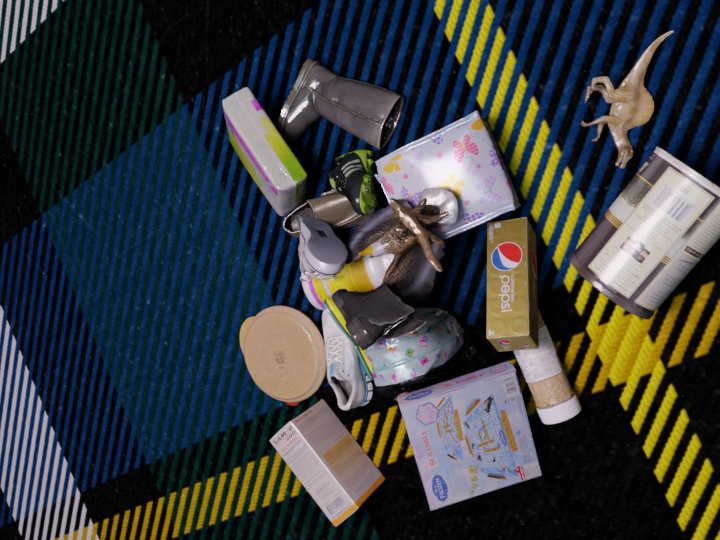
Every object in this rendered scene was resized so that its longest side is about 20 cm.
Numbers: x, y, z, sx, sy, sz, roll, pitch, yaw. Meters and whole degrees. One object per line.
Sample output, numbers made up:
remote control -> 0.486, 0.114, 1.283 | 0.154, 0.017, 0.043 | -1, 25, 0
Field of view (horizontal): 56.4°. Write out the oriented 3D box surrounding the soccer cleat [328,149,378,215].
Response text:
soccer cleat -> -0.014, -0.147, 1.140 | 0.080, 0.201, 0.068 | -11, 121, 8

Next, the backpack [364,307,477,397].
backpack -> 0.083, 0.130, 1.125 | 0.166, 0.200, 0.128 | -28, 84, 27

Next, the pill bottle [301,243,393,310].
pill bottle -> 0.000, 0.000, 1.200 | 0.198, 0.104, 0.105 | -16, 91, 27

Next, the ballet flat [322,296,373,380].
ballet flat -> 0.003, 0.111, 1.206 | 0.067, 0.067, 0.201 | -31, 118, -1

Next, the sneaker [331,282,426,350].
sneaker -> 0.023, 0.058, 1.037 | 0.104, 0.200, 0.060 | -38, 115, 3

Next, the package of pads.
package of pads -> -0.174, -0.210, 1.228 | 0.068, 0.155, 0.201 | -31, 81, -12

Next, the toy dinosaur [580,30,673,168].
toy dinosaur -> 0.392, -0.260, 1.007 | 0.100, 0.058, 0.202 | 12, 111, 9

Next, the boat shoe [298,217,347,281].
boat shoe -> -0.075, -0.017, 1.131 | 0.074, 0.202, 0.087 | 6, 112, -19

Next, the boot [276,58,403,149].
boot -> -0.040, -0.268, 1.205 | 0.199, 0.073, 0.183 | 30, 112, 12

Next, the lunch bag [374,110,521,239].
lunch bag -> 0.138, -0.142, 1.101 | 0.199, 0.127, 0.171 | -24, 90, 17

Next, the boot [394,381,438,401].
boot -> 0.149, 0.284, 1.191 | 0.198, 0.073, 0.152 | 7, 101, 16

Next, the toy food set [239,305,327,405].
toy food set -> -0.149, 0.168, 1.330 | 0.199, 0.049, 0.200 | -26, 87, 26

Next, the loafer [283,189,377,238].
loafer -> -0.060, -0.104, 1.231 | 0.199, 0.070, 0.076 | -23, 88, 27

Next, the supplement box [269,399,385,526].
supplement box -> -0.061, 0.360, 1.274 | 0.074, 0.126, 0.200 | -46, 77, 26

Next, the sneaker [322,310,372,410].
sneaker -> -0.034, 0.165, 1.253 | 0.074, 0.086, 0.202 | -18, 89, 28

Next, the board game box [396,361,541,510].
board game box -> 0.181, 0.275, 1.114 | 0.198, 0.041, 0.202 | -17, 104, -1

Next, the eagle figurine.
eagle figurine -> 0.058, -0.040, 1.054 | 0.149, 0.200, 0.153 | 11, 67, -6

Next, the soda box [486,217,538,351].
soda box -> 0.239, 0.022, 1.056 | 0.067, 0.064, 0.202 | -8, 62, 26

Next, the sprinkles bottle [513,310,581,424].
sprinkles bottle -> 0.292, 0.146, 1.100 | 0.068, 0.068, 0.202 | -23, 88, 27

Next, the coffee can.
coffee can -> 0.421, -0.053, 0.964 | 0.146, 0.146, 0.201 | 40, 112, 15
